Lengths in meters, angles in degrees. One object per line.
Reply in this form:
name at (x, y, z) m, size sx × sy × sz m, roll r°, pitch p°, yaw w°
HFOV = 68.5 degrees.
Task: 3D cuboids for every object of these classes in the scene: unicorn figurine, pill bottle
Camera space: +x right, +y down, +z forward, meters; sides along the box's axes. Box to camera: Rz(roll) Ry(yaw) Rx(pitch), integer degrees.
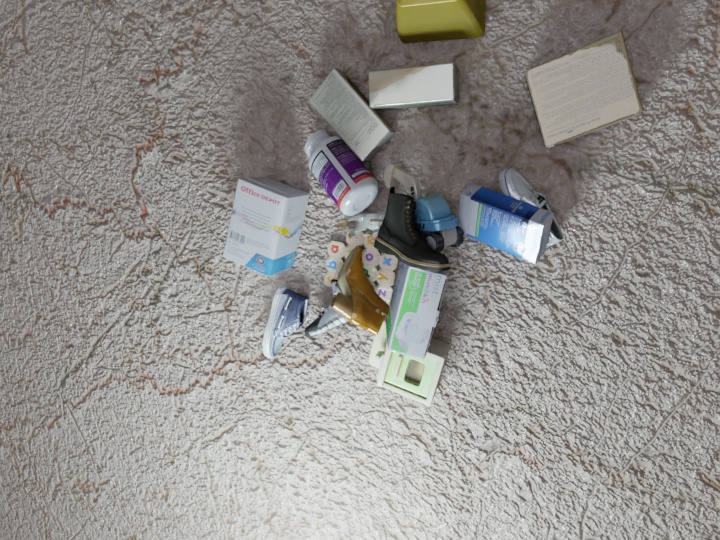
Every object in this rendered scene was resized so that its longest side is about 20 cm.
unicorn figurine at (0.040, -0.109, 1.280) m, size 0.196 × 0.136 × 0.076 m, roll 26°, pitch 119°, yaw 27°
pill bottle at (-0.050, -0.239, 1.270) m, size 0.112 × 0.112 × 0.202 m, roll -44°, pitch 72°, yaw 21°

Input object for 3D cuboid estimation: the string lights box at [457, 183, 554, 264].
string lights box at (0.313, -0.104, 1.162) m, size 0.197 × 0.059 × 0.105 m, roll 27°, pitch 137°, yaw 30°

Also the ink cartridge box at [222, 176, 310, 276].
ink cartridge box at (-0.238, -0.118, 1.350) m, size 0.143 × 0.146 × 0.206 m, roll 21°, pitch 107°, yaw 14°

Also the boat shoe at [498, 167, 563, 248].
boat shoe at (0.383, -0.146, 1.165) m, size 0.202 × 0.073 × 0.066 m, roll 53°, pitch 153°, yaw -8°

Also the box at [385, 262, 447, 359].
box at (0.127, 0.073, 1.239) m, size 0.094 × 0.177 × 0.206 m, roll 13°, pitch 106°, yaw -2°

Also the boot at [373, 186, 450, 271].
boot at (0.117, -0.089, 1.145) m, size 0.197 × 0.076 × 0.143 m, roll 23°, pitch 108°, yaw 34°

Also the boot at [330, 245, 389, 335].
boot at (0.012, 0.050, 1.301) m, size 0.142 × 0.205 × 0.071 m, roll 30°, pitch 142°, yaw -17°

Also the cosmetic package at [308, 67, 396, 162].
cosmetic package at (-0.018, -0.369, 1.266) m, size 0.105 × 0.071 × 0.201 m, roll -42°, pitch 86°, yaw 20°

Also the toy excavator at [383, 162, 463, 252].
toy excavator at (0.140, -0.151, 1.230) m, size 0.192 × 0.098 × 0.207 m, roll 7°, pitch 107°, yaw 51°

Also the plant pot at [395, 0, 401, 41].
plant pot at (0.158, -0.607, 1.104) m, size 0.193 × 0.176 × 0.207 m, roll 3°, pitch 102°, yaw 18°

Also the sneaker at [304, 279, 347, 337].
sneaker at (-0.070, 0.087, 1.364) m, size 0.195 × 0.075 × 0.118 m, roll -24°, pitch 88°, yaw 11°

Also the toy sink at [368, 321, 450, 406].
toy sink at (0.108, 0.226, 1.317) m, size 0.195 × 0.112 × 0.134 m, roll 20°, pitch 106°, yaw 14°

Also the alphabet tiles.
alphabet tiles at (0.000, 0.000, 1.363) m, size 0.190 × 0.015 × 0.207 m, roll 12°, pitch 104°, yaw 16°

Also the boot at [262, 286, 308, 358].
boot at (-0.202, 0.154, 1.430) m, size 0.088 × 0.072 × 0.206 m, roll 18°, pitch 105°, yaw 20°

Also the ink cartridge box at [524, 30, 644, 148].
ink cartridge box at (0.460, -0.370, 1.101) m, size 0.195 × 0.075 × 0.170 m, roll -17°, pitch 96°, yaw 20°

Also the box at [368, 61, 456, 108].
box at (0.122, -0.414, 1.199) m, size 0.193 × 0.095 × 0.081 m, roll 0°, pitch 101°, yaw 17°
